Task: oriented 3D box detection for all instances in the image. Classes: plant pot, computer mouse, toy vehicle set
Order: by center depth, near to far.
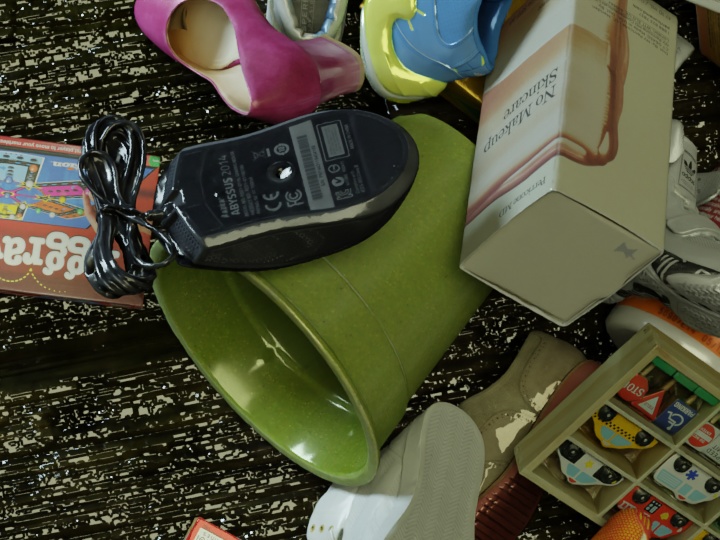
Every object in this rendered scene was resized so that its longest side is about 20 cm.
[{"bbox_3d":[-0.063,-0.042,1.224,0.199,0.053,0.139,-9,50,0],"label":"computer mouse"},{"bbox_3d":[0.000,0.000,1.332,0.200,0.200,0.190,47,67,0],"label":"plant pot"},{"bbox_3d":[0.213,0.129,1.345,0.200,0.027,0.124,33,113,-25],"label":"toy vehicle set"}]

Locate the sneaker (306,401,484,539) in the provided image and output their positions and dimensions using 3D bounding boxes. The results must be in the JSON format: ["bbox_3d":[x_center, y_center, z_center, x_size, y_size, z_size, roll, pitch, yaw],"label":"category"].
[{"bbox_3d":[0.013,0.186,1.306,0.074,0.116,0.200,37,42,-17],"label":"sneaker"}]

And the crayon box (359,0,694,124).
[{"bbox_3d":[0.110,-0.160,1.423,0.200,0.052,0.126,38,79,-3],"label":"crayon box"}]

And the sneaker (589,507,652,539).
[{"bbox_3d":[0.112,0.226,1.335,0.077,0.073,0.200,39,101,-1],"label":"sneaker"}]

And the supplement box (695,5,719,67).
[{"bbox_3d":[0.291,-0.145,1.373,0.066,0.200,0.069,-15,117,-10],"label":"supplement box"}]

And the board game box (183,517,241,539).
[{"bbox_3d":[-0.087,0.282,1.338,0.151,0.046,0.200,28,80,-4],"label":"board game box"}]

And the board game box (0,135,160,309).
[{"bbox_3d":[-0.237,-0.037,1.373,0.199,0.019,0.103,7,83,-7],"label":"board game box"}]

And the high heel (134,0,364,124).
[{"bbox_3d":[-0.098,-0.139,1.328,0.096,0.200,0.068,-21,129,-43],"label":"high heel"}]

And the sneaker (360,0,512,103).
[{"bbox_3d":[0.052,-0.211,1.344,0.105,0.076,0.201,-3,94,24],"label":"sneaker"}]

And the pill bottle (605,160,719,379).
[{"bbox_3d":[0.265,-0.010,1.394,0.114,0.114,0.200,38,80,-2],"label":"pill bottle"}]

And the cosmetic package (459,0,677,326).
[{"bbox_3d":[0.130,-0.082,1.288,0.087,0.103,0.200,28,47,-21],"label":"cosmetic package"}]

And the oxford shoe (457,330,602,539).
[{"bbox_3d":[0.084,0.130,1.385,0.075,0.070,0.200,37,83,30],"label":"oxford shoe"}]

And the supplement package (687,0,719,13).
[{"bbox_3d":[0.177,-0.260,1.336,0.200,0.156,0.111,20,113,-5],"label":"supplement package"}]

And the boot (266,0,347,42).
[{"bbox_3d":[-0.028,-0.236,1.391,0.073,0.096,0.201,1,82,-8],"label":"boot"}]

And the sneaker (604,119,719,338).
[{"bbox_3d":[0.204,-0.031,1.313,0.075,0.200,0.115,42,74,-37],"label":"sneaker"}]
